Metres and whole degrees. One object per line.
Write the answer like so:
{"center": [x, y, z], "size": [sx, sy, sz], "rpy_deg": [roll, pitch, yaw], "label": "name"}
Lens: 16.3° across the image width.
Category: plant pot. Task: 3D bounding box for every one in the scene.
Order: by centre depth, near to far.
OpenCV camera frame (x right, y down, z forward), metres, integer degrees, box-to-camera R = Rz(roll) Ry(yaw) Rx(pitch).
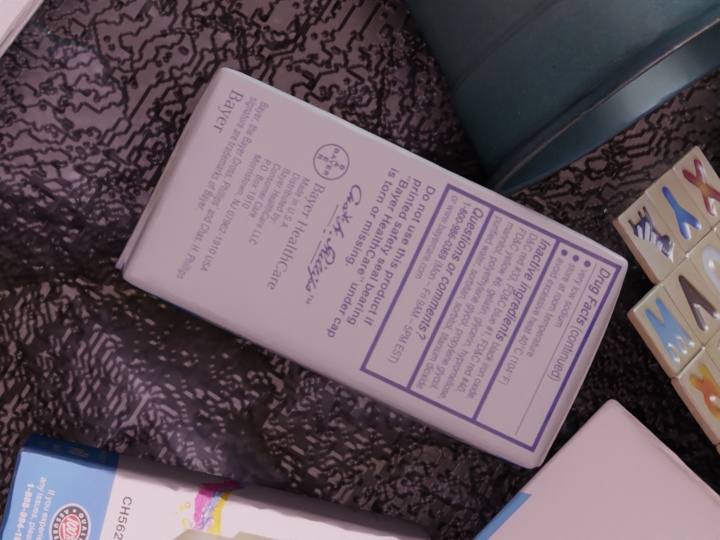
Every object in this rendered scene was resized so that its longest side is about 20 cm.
{"center": [0.089, -0.167, 1.161], "size": [0.200, 0.200, 0.196], "rpy_deg": [-33, 84, -5], "label": "plant pot"}

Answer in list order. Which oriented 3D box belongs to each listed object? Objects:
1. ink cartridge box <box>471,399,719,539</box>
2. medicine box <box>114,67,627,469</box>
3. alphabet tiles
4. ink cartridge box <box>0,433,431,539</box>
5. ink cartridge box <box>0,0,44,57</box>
{"center": [0.119, 0.161, 1.157], "size": [0.125, 0.200, 0.129], "rpy_deg": [44, 85, 14], "label": "ink cartridge box"}
{"center": [0.000, 0.000, 1.144], "size": [0.200, 0.182, 0.103], "rpy_deg": [26, 88, -4], "label": "medicine box"}
{"center": [0.186, 0.043, 1.111], "size": [0.006, 0.166, 0.200], "rpy_deg": [-32, 93, 34], "label": "alphabet tiles"}
{"center": [-0.078, 0.170, 1.184], "size": [0.200, 0.085, 0.145], "rpy_deg": [13, 88, -6], "label": "ink cartridge box"}
{"center": [-0.234, -0.174, 1.164], "size": [0.200, 0.084, 0.145], "rpy_deg": [37, 81, -7], "label": "ink cartridge box"}
